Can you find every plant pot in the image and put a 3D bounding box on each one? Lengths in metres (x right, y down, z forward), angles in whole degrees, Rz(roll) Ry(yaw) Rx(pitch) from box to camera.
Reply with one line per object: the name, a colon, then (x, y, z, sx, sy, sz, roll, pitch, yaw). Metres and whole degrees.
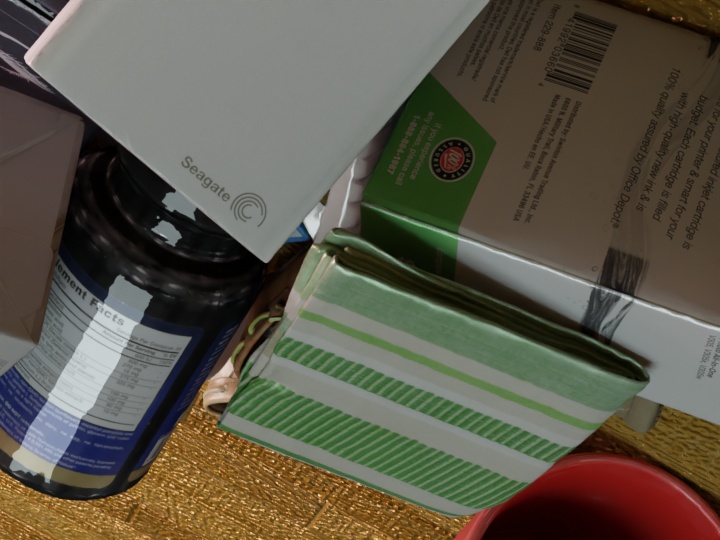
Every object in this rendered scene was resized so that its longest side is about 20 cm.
plant pot: (0.124, 0.228, 1.190, 0.199, 0.202, 0.177, 30, 158, -6)

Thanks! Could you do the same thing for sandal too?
sandal: (-0.007, -0.051, 0.870, 0.049, 0.082, 0.204, 23, 107, 17)

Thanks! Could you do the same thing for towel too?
towel: (0.023, 0.056, 0.855, 0.151, 0.024, 0.200, 23, 150, -7)

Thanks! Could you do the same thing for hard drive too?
hard drive: (-0.023, -0.120, 0.765, 0.132, 0.200, 0.027, 40, -177, -22)

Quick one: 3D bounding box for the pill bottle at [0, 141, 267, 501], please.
pill bottle: (-0.114, 0.011, 0.929, 0.111, 0.112, 0.201, 30, 121, -6)

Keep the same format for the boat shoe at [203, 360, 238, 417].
boat shoe: (-0.002, 0.093, 1.190, 0.198, 0.063, 0.074, 15, 147, 19)

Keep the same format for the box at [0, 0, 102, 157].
box: (-0.154, -0.145, 0.863, 0.147, 0.105, 0.200, 34, 163, -12)

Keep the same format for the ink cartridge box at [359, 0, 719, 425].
ink cartridge box: (0.116, -0.031, 0.823, 0.198, 0.147, 0.084, 20, 149, 12)

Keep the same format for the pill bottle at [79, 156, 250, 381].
pill bottle: (-0.167, -0.010, 1.078, 0.198, 0.113, 0.113, 14, 148, 20)

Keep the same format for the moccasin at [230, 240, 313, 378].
moccasin: (-0.020, 0.025, 1.075, 0.073, 0.078, 0.201, 24, 154, -29)

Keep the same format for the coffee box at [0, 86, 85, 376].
coffee box: (-0.209, -0.002, 0.902, 0.079, 0.116, 0.200, 19, 156, -21)

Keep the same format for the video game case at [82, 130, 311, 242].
video game case: (-0.137, -0.065, 1.102, 0.199, 0.018, 0.143, -2, 139, 40)

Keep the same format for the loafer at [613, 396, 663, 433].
loafer: (0.137, 0.022, 0.959, 0.067, 0.077, 0.201, 15, 148, 8)
